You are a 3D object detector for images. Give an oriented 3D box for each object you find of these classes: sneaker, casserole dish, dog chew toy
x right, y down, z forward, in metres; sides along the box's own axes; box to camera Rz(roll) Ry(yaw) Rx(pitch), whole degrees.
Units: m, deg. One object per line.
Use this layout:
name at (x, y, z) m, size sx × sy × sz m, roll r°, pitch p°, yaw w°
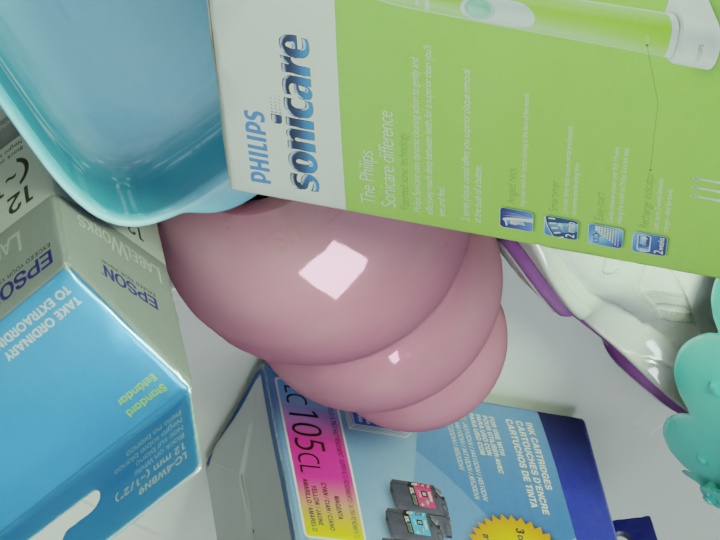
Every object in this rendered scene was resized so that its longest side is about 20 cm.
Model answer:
sneaker at (0.121, -0.015, 1.068) m, size 0.100 × 0.075 × 0.200 m, roll -44°, pitch 135°, yaw 9°
casserole dish at (-0.091, -0.110, 0.885) m, size 0.121 × 0.039 × 0.200 m, roll -37°, pitch 116°, yaw -9°
dog chew toy at (0.000, 0.000, 1.007) m, size 0.124 × 0.125 × 0.200 m, roll -25°, pitch 143°, yaw 8°

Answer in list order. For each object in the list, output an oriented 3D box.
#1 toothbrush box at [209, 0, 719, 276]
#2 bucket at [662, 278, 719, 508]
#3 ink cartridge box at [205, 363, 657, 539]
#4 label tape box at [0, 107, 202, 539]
toothbrush box at (0.059, -0.083, 0.798) m, size 0.200 × 0.086 × 0.146 m, roll 9°, pitch 145°, yaw 9°
bucket at (0.246, 0.050, 1.062) m, size 0.207 × 0.135 × 0.207 m, roll -27°, pitch 140°, yaw -26°
ink cartridge box at (0.041, 0.128, 1.121) m, size 0.200 × 0.137 × 0.076 m, roll 12°, pitch 133°, yaw -26°
label tape box at (-0.142, 0.029, 0.930) m, size 0.143 × 0.200 × 0.066 m, roll -38°, pitch 129°, yaw 19°
